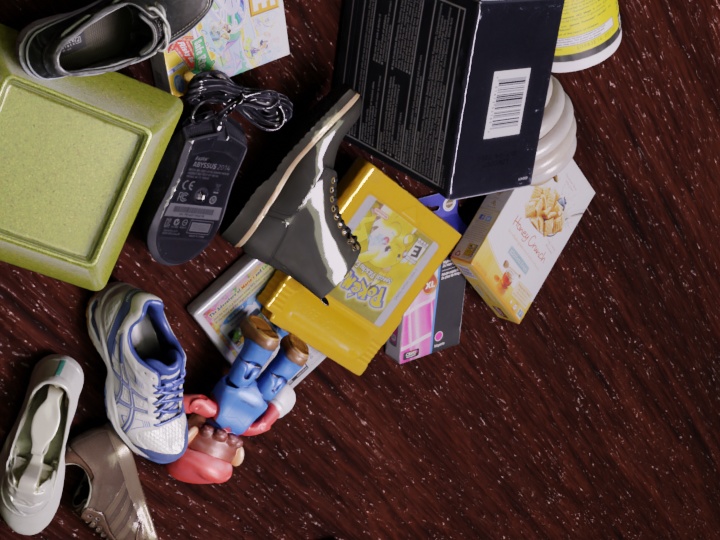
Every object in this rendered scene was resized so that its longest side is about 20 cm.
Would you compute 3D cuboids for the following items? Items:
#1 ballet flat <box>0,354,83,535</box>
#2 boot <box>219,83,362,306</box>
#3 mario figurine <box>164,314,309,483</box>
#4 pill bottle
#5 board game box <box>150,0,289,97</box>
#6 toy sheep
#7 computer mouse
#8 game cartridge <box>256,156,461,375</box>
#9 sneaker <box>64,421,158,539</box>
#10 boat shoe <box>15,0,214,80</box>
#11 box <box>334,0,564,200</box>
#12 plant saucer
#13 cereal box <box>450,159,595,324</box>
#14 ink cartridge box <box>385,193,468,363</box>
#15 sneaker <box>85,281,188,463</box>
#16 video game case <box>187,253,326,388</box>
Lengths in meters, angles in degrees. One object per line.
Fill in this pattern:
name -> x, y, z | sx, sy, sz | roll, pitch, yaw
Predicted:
ballet flat -> -0.320, 0.180, 1.333 | 0.069, 0.069, 0.200 | 4, 110, -41
boot -> -0.031, -0.077, 1.389 | 0.138, 0.077, 0.200 | 37, 101, -15
mario figurine -> -0.146, 0.138, 1.454 | 0.200, 0.123, 0.106 | -53, 175, 10
pill bottle -> 0.215, -0.324, 1.461 | 0.112, 0.112, 0.200 | -35, 132, -19
board game box -> -0.141, -0.274, 1.249 | 0.134, 0.034, 0.200 | -26, 128, -26
toy sheep -> 0.170, -0.165, 1.498 | 0.138, 0.138, 0.200 | -46, 137, -10
computer mouse -> -0.158, -0.101, 1.317 | 0.138, 0.053, 0.200 | 10, 111, -52
game cartridge -> 0.000, 0.000, 1.487 | 0.176, 0.032, 0.200 | 34, 90, -42
sneaker -> -0.265, 0.247, 1.436 | 0.075, 0.070, 0.200 | -17, 120, -12
boat shoe -> -0.194, -0.205, 1.162 | 0.200, 0.071, 0.072 | -34, 130, -31
box -> 0.082, -0.203, 1.358 | 0.123, 0.198, 0.200 | -12, 121, -37
plant saucer -> -0.276, -0.091, 1.194 | 0.200, 0.048, 0.200 | 20, 100, -27
cereal box -> 0.198, -0.056, 1.627 | 0.200, 0.040, 0.144 | -58, 137, -14
ink cartridge box -> 0.080, 0.008, 1.597 | 0.095, 0.037, 0.200 | -16, 121, -33
sneaker -> -0.208, 0.109, 1.341 | 0.075, 0.088, 0.200 | -35, 118, -36
video game case -> -0.072, 0.032, 1.491 | 0.200, 0.024, 0.182 | -43, 134, -11
